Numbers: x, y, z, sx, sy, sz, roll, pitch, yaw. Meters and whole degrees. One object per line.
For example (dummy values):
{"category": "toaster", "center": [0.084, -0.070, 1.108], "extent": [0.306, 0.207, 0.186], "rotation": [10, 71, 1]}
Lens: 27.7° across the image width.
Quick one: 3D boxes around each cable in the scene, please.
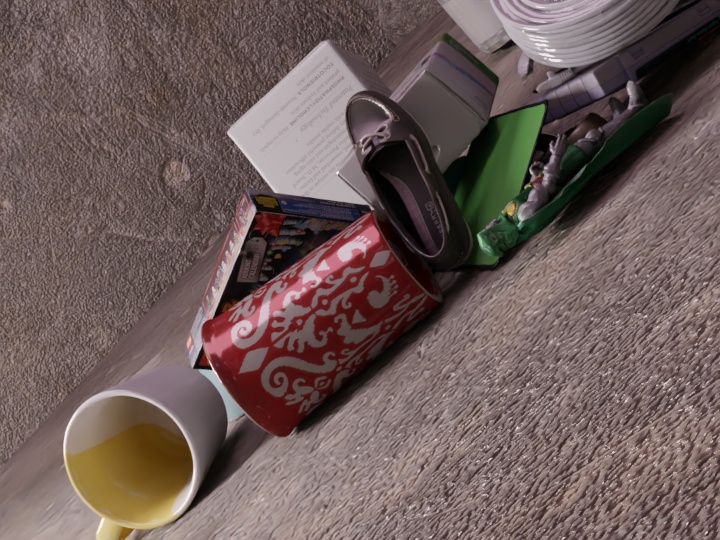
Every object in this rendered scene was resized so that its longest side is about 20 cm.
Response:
{"category": "cable", "center": [0.212, -0.285, 1.351], "extent": [0.199, 0.069, 0.201], "rotation": [-25, 51, 27]}

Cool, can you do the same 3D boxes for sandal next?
{"category": "sandal", "center": [0.161, -0.106, 1.411], "extent": [0.080, 0.054, 0.200], "rotation": [-50, 7, -37]}

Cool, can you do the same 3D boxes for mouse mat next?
{"category": "mouse mat", "center": [0.122, -0.077, 1.388], "extent": [0.200, 0.007, 0.162], "rotation": [180, 108, -75]}

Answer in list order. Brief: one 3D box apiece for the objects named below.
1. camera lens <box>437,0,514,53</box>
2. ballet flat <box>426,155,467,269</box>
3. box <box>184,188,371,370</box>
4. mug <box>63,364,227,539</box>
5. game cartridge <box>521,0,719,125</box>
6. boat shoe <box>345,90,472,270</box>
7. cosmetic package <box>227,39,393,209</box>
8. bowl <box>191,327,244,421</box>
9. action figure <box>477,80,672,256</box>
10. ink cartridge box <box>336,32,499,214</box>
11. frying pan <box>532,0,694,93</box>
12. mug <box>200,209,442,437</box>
{"category": "camera lens", "center": [0.205, -0.467, 2.365], "extent": [0.160, 0.200, 0.160], "rotation": [-41, 10, 9]}
{"category": "ballet flat", "center": [0.068, -0.037, 1.526], "extent": [0.200, 0.067, 0.071], "rotation": [-49, -13, -31]}
{"category": "box", "center": [-0.080, 0.017, 1.448], "extent": [0.201, 0.136, 0.040], "rotation": [-66, 33, 31]}
{"category": "mug", "center": [-0.226, 0.180, 1.539], "extent": [0.186, 0.150, 0.153], "rotation": [-32, 5, 22]}
{"category": "game cartridge", "center": [0.259, -0.201, 1.382], "extent": [0.199, 0.039, 0.129], "rotation": [-33, 10, -27]}
{"category": "boat shoe", "center": [0.040, -0.090, 1.369], "extent": [0.067, 0.201, 0.057], "rotation": [-36, -16, 20]}
{"category": "cosmetic package", "center": [-0.016, -0.138, 1.737], "extent": [0.166, 0.200, 0.167], "rotation": [-41, -9, 12]}
{"category": "bowl", "center": [-0.122, 0.068, 1.690], "extent": [0.201, 0.105, 0.201], "rotation": [-43, 10, 9]}
{"category": "action figure", "center": [0.173, -0.082, 1.254], "extent": [0.200, 0.055, 0.118], "rotation": [-43, -3, -19]}
{"category": "ink cartridge box", "center": [0.063, -0.150, 1.506], "extent": [0.145, 0.084, 0.200], "rotation": [-48, 6, 20]}
{"category": "frying pan", "center": [0.253, -0.234, 1.423], "extent": [0.189, 0.031, 0.115], "rotation": [-26, 5, 19]}
{"category": "mug", "center": [-0.032, 0.037, 1.384], "extent": [0.200, 0.134, 0.178], "rotation": [-38, 12, 13]}
